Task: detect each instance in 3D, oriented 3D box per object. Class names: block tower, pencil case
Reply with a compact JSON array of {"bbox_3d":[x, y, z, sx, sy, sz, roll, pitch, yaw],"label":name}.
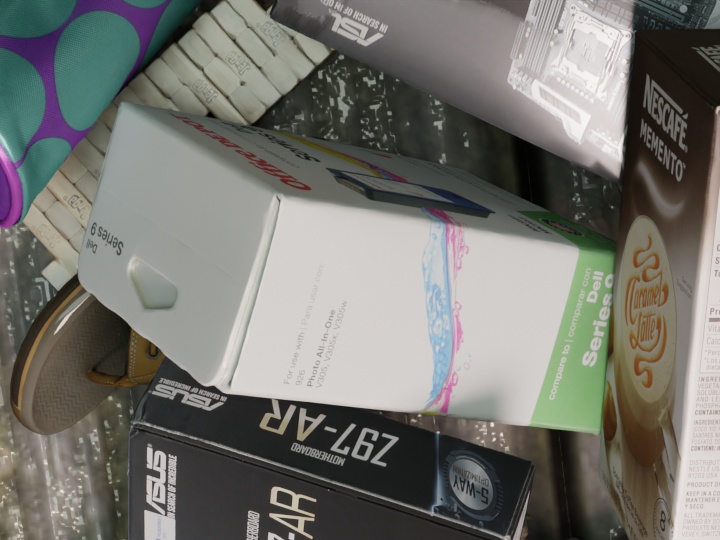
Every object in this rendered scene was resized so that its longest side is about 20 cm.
[{"bbox_3d":[-0.081,-0.075,0.907,0.200,0.054,0.058,-43,93,6],"label":"block tower"},{"bbox_3d":[-0.121,-0.116,0.835,0.085,0.092,0.200,40,61,-5],"label":"pencil case"}]

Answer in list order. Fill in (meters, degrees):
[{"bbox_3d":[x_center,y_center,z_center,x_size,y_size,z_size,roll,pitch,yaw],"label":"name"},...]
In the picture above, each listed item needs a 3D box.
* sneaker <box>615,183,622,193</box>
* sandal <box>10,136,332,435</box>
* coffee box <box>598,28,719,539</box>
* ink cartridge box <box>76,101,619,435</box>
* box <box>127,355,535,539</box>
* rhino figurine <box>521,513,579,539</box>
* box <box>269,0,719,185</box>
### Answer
[{"bbox_3d":[0.212,-0.043,0.871,0.199,0.075,0.087,-9,110,29],"label":"sneaker"},{"bbox_3d":[-0.079,0.016,0.904,0.199,0.082,0.055,-34,60,0],"label":"sandal"},{"bbox_3d":[0.149,0.015,0.755,0.079,0.114,0.201,-1,110,-8],"label":"coffee box"},{"bbox_3d":[0.000,0.000,0.823,0.199,0.145,0.088,7,104,-35],"label":"ink cartridge box"},{"bbox_3d":[-0.019,0.138,0.821,0.159,0.044,0.201,17,134,10],"label":"box"},{"bbox_3d":[0.164,0.145,0.921,0.199,0.060,0.088,-12,116,3],"label":"rhino figurine"},{"bbox_3d":[0.083,-0.137,0.797,0.199,0.050,0.158,25,115,-3],"label":"box"}]
